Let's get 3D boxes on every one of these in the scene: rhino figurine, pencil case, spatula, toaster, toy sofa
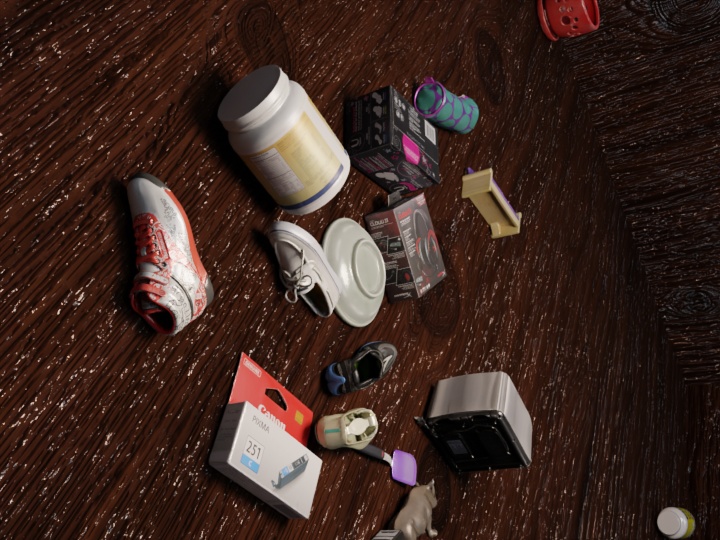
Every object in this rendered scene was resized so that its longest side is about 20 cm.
[{"bbox_3d":[0.106,0.455,1.506,0.089,0.059,0.200,65,31,-12],"label":"rhino figurine"},{"bbox_3d":[0.205,-0.388,1.927,0.198,0.083,0.095,5,91,-58],"label":"pencil case"},{"bbox_3d":[0.045,0.341,1.481,0.199,0.020,0.058,39,49,-46],"label":"spatula"},{"bbox_3d":[0.238,0.311,1.660,0.202,0.177,0.120,57,34,-32],"label":"toaster"},{"bbox_3d":[0.337,-0.180,2.074,0.200,0.081,0.100,46,45,-41],"label":"toy sofa"}]

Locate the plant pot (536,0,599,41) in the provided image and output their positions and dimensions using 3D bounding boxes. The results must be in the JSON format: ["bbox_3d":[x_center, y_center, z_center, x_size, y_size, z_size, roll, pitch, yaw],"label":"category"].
[{"bbox_3d":[0.726,-0.921,2.860,0.199,0.179,0.206,27,57,-52],"label":"plant pot"}]

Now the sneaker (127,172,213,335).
[{"bbox_3d":[-0.266,-0.017,1.054,0.108,0.066,0.205,-52,126,-54],"label":"sneaker"}]

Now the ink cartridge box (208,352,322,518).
[{"bbox_3d":[-0.127,0.247,1.212,0.200,0.044,0.179,48,44,-40],"label":"ink cartridge box"}]

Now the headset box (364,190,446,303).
[{"bbox_3d":[0.090,-0.057,1.638,0.148,0.074,0.205,-30,106,-57],"label":"headset box"}]

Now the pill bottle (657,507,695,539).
[{"bbox_3d":[1.171,0.941,3.025,0.199,0.109,0.114,23,60,-53],"label":"pill bottle"}]

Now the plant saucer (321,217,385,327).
[{"bbox_3d":[0.000,0.000,1.497,0.199,0.049,0.206,25,60,-53],"label":"plant saucer"}]

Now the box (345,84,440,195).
[{"bbox_3d":[0.065,-0.255,1.627,0.199,0.112,0.136,29,55,-52],"label":"box"}]

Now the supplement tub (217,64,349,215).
[{"bbox_3d":[-0.120,-0.205,1.281,0.201,0.142,0.147,52,40,-36],"label":"supplement tub"}]

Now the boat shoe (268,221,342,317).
[{"bbox_3d":[-0.097,0.011,1.324,0.203,0.073,0.088,58,38,-45],"label":"boat shoe"}]

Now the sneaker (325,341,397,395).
[{"bbox_3d":[0.016,0.173,1.433,0.198,0.081,0.073,-17,94,-59],"label":"sneaker"}]

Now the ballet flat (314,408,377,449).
[{"bbox_3d":[-0.006,0.263,1.355,0.199,0.068,0.071,7,73,-66],"label":"ballet flat"}]

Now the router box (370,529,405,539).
[{"bbox_3d":[0.042,0.570,1.369,0.156,0.051,0.205,-23,100,-58],"label":"router box"}]
